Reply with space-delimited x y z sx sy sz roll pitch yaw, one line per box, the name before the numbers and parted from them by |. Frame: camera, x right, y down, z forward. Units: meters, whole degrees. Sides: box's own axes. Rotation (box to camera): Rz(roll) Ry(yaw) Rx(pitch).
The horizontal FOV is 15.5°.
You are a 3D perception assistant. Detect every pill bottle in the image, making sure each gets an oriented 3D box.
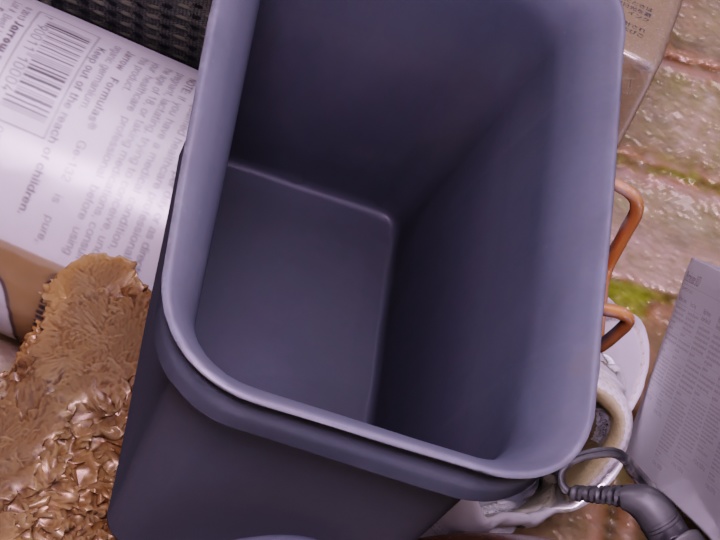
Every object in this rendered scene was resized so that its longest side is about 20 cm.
pill bottle | -0.076 -0.017 0.936 0.200 0.114 0.114 23 42 0

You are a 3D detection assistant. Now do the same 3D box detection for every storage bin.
storage bin | 0.000 0.000 0.798 0.145 0.134 0.200 18 53 -13

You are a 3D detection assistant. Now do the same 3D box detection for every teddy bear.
teddy bear | -0.126 0.083 0.843 0.145 0.067 0.200 23 57 15

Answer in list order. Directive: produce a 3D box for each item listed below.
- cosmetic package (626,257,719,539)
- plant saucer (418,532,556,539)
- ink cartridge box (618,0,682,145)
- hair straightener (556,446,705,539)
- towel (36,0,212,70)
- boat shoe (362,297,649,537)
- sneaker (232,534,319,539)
cosmetic package | 0.141 0.048 0.910 0.051 0.083 0.200 17 4 -5
plant saucer | 0.006 0.138 0.777 0.200 0.037 0.200 -20 28 12
ink cartridge box | 0.043 -0.145 1.151 0.200 0.075 0.165 24 40 2
hair straightener | 0.123 0.137 0.864 0.200 0.041 0.077 52 0 -10
towel | -0.067 -0.088 0.968 0.192 0.200 0.035 23 76 1
boat shoe | 0.065 0.056 0.926 0.069 0.071 0.200 0 16 31
sneaker | -0.083 0.147 0.747 0.200 0.066 0.078 -27 47 0
